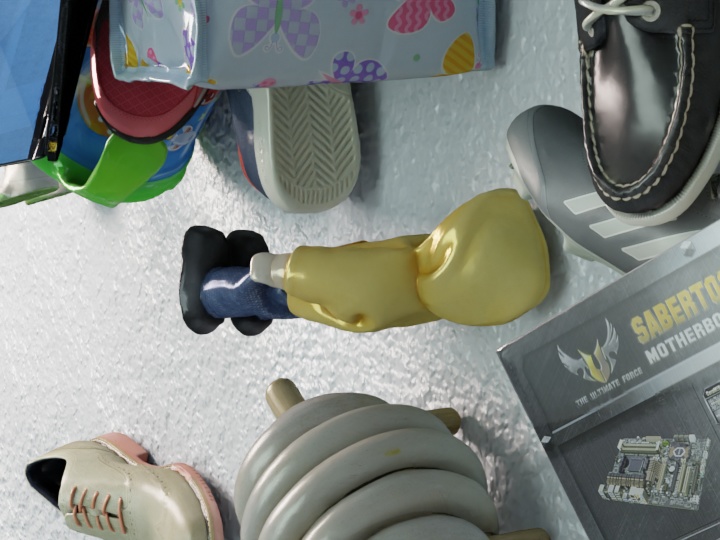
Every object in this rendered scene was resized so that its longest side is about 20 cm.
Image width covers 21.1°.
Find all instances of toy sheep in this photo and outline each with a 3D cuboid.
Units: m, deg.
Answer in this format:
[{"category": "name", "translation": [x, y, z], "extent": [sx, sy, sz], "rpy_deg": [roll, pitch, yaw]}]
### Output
[{"category": "toy sheep", "translation": [0.005, 0.123, 0.936], "extent": [0.200, 0.137, 0.139], "rpy_deg": [49, 133, 44]}]

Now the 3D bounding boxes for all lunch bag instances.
[{"category": "lunch bag", "translation": [-0.030, -0.192, 0.917], "extent": [0.127, 0.168, 0.202], "rpy_deg": [18, 112, 59]}]

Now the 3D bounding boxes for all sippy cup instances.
[{"category": "sippy cup", "translation": [-0.131, -0.132, 1.133], "extent": [0.130, 0.139, 0.179], "rpy_deg": [-46, 68, 37]}]

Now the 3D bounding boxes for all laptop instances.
[{"category": "laptop", "translation": [-0.193, -0.157, 1.012], "extent": [0.201, 0.115, 0.188], "rpy_deg": [110, 170, -55]}]

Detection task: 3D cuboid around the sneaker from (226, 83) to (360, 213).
[{"category": "sneaker", "translation": [-0.041, -0.134, 1.035], "extent": [0.084, 0.074, 0.202], "rpy_deg": [-161, 74, -64]}]

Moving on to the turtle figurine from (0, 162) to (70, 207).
[{"category": "turtle figurine", "translation": [-0.262, -0.136, 1.305], "extent": [0.144, 0.198, 0.196], "rpy_deg": [165, 90, -73]}]

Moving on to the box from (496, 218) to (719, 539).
[{"category": "box", "translation": [0.161, 0.054, 0.687], "extent": [0.200, 0.048, 0.159], "rpy_deg": [-34, 78, 40]}]

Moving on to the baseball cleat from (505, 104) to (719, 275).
[{"category": "baseball cleat", "translation": [0.140, -0.025, 0.776], "extent": [0.200, 0.069, 0.107], "rpy_deg": [48, 127, 31]}]

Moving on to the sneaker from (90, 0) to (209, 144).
[{"category": "sneaker", "translation": [-0.099, -0.168, 1.019], "extent": [0.087, 0.073, 0.202], "rpy_deg": [89, -162, -81]}]

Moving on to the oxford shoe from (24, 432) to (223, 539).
[{"category": "oxford shoe", "translation": [-0.153, 0.157, 1.247], "extent": [0.199, 0.073, 0.071], "rpy_deg": [13, 105, 57]}]

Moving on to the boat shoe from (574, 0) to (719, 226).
[{"category": "boat shoe", "translation": [0.111, -0.120, 0.749], "extent": [0.073, 0.060, 0.202], "rpy_deg": [3, 79, 42]}]

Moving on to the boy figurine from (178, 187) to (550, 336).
[{"category": "boy figurine", "translation": [0.000, 0.000, 0.945], "extent": [0.199, 0.124, 0.065], "rpy_deg": [-8, 83, 40]}]
